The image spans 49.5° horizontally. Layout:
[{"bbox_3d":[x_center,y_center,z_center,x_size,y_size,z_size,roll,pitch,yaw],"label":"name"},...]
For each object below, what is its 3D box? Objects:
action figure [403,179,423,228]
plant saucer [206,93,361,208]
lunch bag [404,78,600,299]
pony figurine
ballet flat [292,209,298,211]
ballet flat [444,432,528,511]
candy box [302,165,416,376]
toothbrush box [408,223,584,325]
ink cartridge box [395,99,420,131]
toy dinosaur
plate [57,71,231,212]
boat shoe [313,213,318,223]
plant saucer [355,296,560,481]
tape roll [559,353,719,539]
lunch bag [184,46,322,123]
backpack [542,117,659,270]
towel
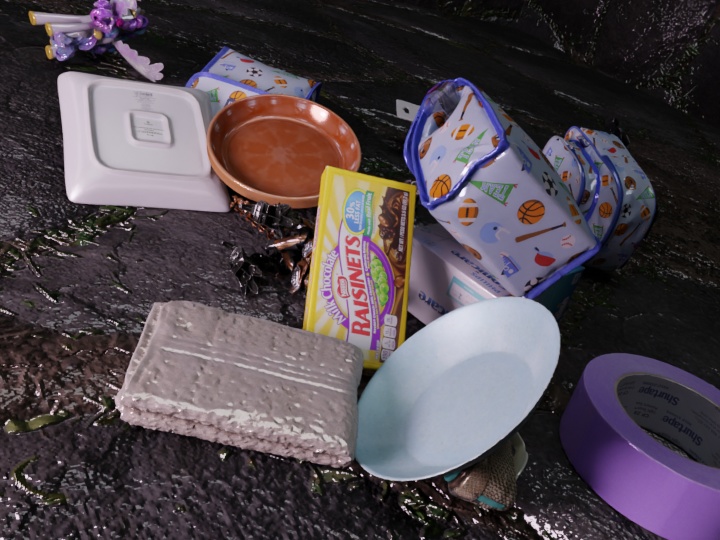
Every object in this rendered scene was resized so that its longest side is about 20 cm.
[{"bbox_3d":[0.090,-0.080,1.023,0.118,0.199,0.104,-27,91,-37],"label":"action figure"},{"bbox_3d":[-0.097,-0.151,0.995,0.196,0.033,0.203,8,47,-8],"label":"plant saucer"},{"bbox_3d":[0.135,-0.093,0.815,0.170,0.123,0.202,42,24,-29],"label":"lunch bag"},{"bbox_3d":[-0.425,-0.403,1.298,0.197,0.170,0.192,-20,35,-29],"label":"pony figurine"},{"bbox_3d":[-0.073,-0.137,1.092,0.065,0.058,0.201,20,26,4],"label":"ballet flat"},{"bbox_3d":[0.116,0.134,0.700,0.075,0.068,0.201,32,31,-11],"label":"ballet flat"},{"bbox_3d":[0.000,0.000,0.776,0.100,0.026,0.204,10,69,-11],"label":"candy box"},{"bbox_3d":[0.146,0.010,0.921,0.198,0.087,0.146,-13,41,-45],"label":"toothbrush box"},{"bbox_3d":[0.148,-0.236,1.410,0.196,0.068,0.116,16,27,-6],"label":"ink cartridge box"},{"bbox_3d":[-0.078,-0.020,0.862,0.197,0.104,0.135,13,5,32],"label":"toy dinosaur"},{"bbox_3d":[-0.263,-0.166,0.963,0.196,0.032,0.203,1,57,-29],"label":"plate"},{"bbox_3d":[-0.006,-0.063,0.918,0.072,0.064,0.201,32,2,10],"label":"boat shoe"},{"bbox_3d":[0.083,0.104,0.649,0.039,0.199,0.202,52,17,-22],"label":"plant saucer"},{"bbox_3d":[0.294,0.165,0.744,0.196,0.067,0.201,14,27,-7],"label":"tape roll"},{"bbox_3d":[-0.164,-0.220,1.127,0.167,0.125,0.201,21,42,4],"label":"lunch bag"},{"bbox_3d":[0.337,-0.101,1.153,0.151,0.203,0.192,-2,38,-25],"label":"backpack"},{"bbox_3d":[-0.094,0.093,0.654,0.196,0.035,0.134,15,36,-7],"label":"towel"}]
